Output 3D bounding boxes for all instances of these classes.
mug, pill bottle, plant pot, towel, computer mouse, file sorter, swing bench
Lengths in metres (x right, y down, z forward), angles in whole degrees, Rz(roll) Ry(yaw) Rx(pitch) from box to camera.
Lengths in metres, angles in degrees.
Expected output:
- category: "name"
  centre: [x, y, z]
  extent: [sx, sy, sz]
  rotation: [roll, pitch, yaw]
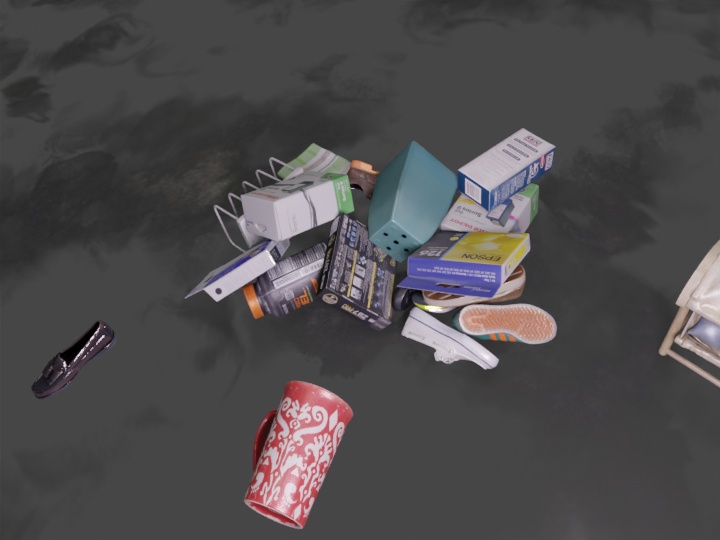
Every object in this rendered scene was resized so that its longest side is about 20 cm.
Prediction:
- category: "mug"
  centre: [-0.113, 0.318, 1.037]
  extent: [0.131, 0.178, 0.203]
  rotation: [29, 58, -11]
- category: "pill bottle"
  centre: [-0.146, 0.028, 1.278]
  extent: [0.196, 0.108, 0.107]
  rotation: [-25, 49, -7]
- category: "plant pot"
  centre: [0.100, -0.133, 1.294]
  extent: [0.140, 0.141, 0.203]
  rotation: [35, 51, -16]
- category: "towel"
  centre: [-0.105, -0.252, 1.556]
  extent: [0.149, 0.031, 0.198]
  rotation: [-41, 53, -22]
- category: "computer mouse"
  centre: [0.123, 0.011, 1.253]
  extent: [0.034, 0.060, 0.199]
  rotation: [26, 50, 29]
- category: "file sorter"
  centre: [-0.224, -0.143, 1.421]
  extent: [0.123, 0.141, 0.200]
  rotation: [27, 60, 34]
- category: "swing bench"
  centre: [0.621, 0.095, 0.980]
  extent: [0.129, 0.203, 0.198]
  rotation: [-38, 52, -20]

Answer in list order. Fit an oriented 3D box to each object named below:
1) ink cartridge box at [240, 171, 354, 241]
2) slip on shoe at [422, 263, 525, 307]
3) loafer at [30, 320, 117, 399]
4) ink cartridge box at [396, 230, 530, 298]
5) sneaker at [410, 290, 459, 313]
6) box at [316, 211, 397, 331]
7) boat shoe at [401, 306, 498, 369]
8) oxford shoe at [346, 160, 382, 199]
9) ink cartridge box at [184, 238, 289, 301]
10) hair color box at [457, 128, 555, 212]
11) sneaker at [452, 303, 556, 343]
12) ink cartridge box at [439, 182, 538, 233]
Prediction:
- category: "ink cartridge box"
  centre: [-0.134, -0.142, 1.298]
  extent: [0.197, 0.086, 0.144]
  rotation: [-26, 26, -35]
- category: "slip on shoe"
  centre: [0.215, 0.039, 1.149]
  extent: [0.195, 0.062, 0.077]
  rotation: [-16, 41, -2]
- category: "loafer"
  centre: [-0.611, 0.182, 1.282]
  extent: [0.071, 0.064, 0.199]
  rotation: [32, 63, 33]
- category: "ink cartridge box"
  centre: [0.194, -0.020, 1.143]
  extent: [0.193, 0.048, 0.199]
  rotation: [6, 26, 34]
- category: "sneaker"
  centre: [0.191, 0.024, 1.209]
  extent: [0.195, 0.083, 0.074]
  rotation: [-16, 20, -6]
- category: "box"
  centre: [0.000, 0.000, 1.243]
  extent: [0.159, 0.049, 0.204]
  rotation: [28, 48, -22]
- category: "boat shoe"
  centre: [0.164, 0.143, 1.145]
  extent: [0.198, 0.073, 0.068]
  rotation: [30, 86, 36]
- category: "oxford shoe"
  centre: [0.050, -0.195, 1.458]
  extent: [0.196, 0.071, 0.074]
  rotation: [24, 80, 25]
- category: "ink cartridge box"
  centre: [-0.249, -0.003, 1.265]
  extent: [0.196, 0.044, 0.199]
  rotation: [-28, 12, 9]
- category: "hair color box"
  centre: [0.311, -0.216, 1.296]
  extent: [0.198, 0.061, 0.100]
  rotation: [-33, 51, -19]
- category: "sneaker"
  centre: [0.267, 0.097, 1.147]
  extent: [0.194, 0.080, 0.074]
  rotation: [8, 84, -8]
- category: "ink cartridge box"
  centre: [0.278, -0.112, 1.311]
  extent: [0.143, 0.089, 0.201]
  rotation: [23, 59, 28]
